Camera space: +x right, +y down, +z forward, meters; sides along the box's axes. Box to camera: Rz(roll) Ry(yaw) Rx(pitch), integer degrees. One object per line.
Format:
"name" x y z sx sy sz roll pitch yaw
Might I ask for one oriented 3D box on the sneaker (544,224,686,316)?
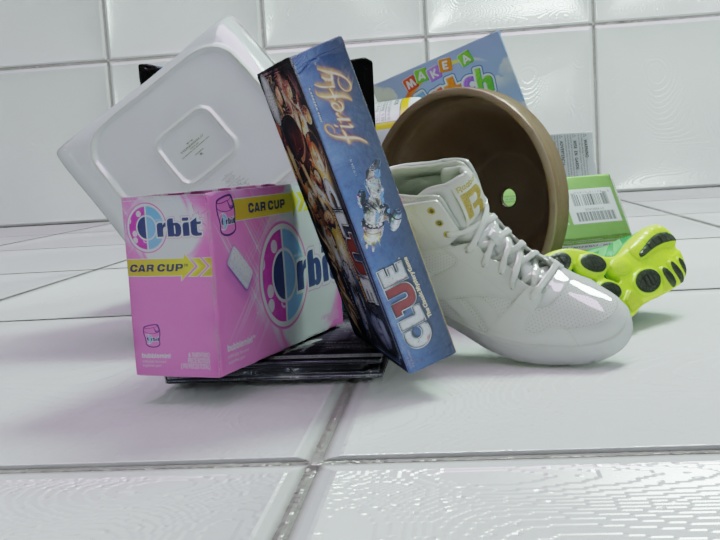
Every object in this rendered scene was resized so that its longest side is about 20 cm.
"sneaker" 0.184 0.019 0.766 0.199 0.074 0.084 -14 -15 -38

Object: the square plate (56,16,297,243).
"square plate" -0.133 -0.100 0.801 0.200 0.198 0.028 -40 -21 -4

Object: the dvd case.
"dvd case" -0.048 0.056 0.726 0.148 0.016 0.200 -2 6 6

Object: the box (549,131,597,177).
"box" 0.225 -0.087 1.181 0.101 0.113 0.200 -3 -12 2

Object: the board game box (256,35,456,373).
"board game box" -0.007 -0.043 0.617 0.034 0.201 0.135 -23 11 -11

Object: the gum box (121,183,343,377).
"gum box" -0.079 -0.002 0.675 0.066 0.114 0.200 -1 7 23

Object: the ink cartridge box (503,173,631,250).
"ink cartridge box" 0.179 -0.016 1.033 0.147 0.076 0.200 -6 -27 -15

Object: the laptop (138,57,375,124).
"laptop" -0.095 -0.118 0.922 0.199 0.178 0.103 12 33 25

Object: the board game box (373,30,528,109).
"board game box" 0.119 -0.141 1.052 0.151 0.201 0.037 -21 8 15

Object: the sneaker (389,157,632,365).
"sneaker" 0.087 -0.011 0.647 0.199 0.116 0.074 17 48 29

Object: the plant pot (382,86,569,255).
"plant pot" 0.113 -0.063 0.867 0.200 0.202 0.092 2 7 41

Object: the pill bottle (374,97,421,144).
"pill bottle" 0.023 -0.117 0.988 0.199 0.115 0.114 -6 6 13

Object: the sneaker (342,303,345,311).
"sneaker" 0.000 0.000 0.939 0.079 0.072 0.200 -8 5 1
